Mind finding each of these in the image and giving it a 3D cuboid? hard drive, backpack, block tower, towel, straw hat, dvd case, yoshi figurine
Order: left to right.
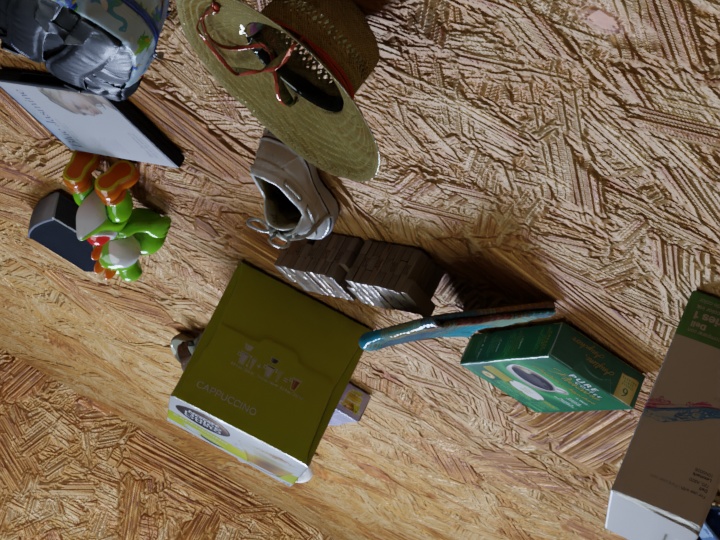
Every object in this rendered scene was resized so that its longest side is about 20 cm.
[{"bbox_3d":[-0.407,-0.050,2.001,0.134,0.043,0.200,33,162,-16],"label":"hard drive"},{"bbox_3d":[-0.223,-0.221,1.123,0.163,0.154,0.200,33,-177,-11],"label":"backpack"},{"bbox_3d":[-0.303,-0.169,1.555,0.199,0.018,0.143,13,158,40],"label":"dvd case"},{"bbox_3d":[-0.293,-0.073,1.733,0.111,0.113,0.201,-13,143,-4],"label":"yoshi figurine"},{"bbox_3d":[-0.037,-0.168,1.060,0.201,0.085,0.201,37,162,14],"label":"straw hat"},{"bbox_3d":[0.000,0.000,1.524,0.199,0.058,0.054,14,158,42],"label":"block tower"},{"bbox_3d":[0.097,0.059,1.472,0.146,0.022,0.200,-7,175,-23],"label":"towel"}]

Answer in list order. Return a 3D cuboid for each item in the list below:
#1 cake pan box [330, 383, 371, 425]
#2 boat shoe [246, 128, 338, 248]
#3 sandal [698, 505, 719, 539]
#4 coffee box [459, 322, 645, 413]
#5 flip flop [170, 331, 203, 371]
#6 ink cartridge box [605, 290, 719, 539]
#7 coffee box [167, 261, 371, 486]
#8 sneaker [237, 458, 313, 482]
[{"bbox_3d":[-0.100,0.176,2.173,0.184,0.053,0.200,34,161,-13],"label":"cake pan box"},{"bbox_3d":[-0.074,-0.062,1.406,0.074,0.086,0.202,23,162,14],"label":"boat shoe"},{"bbox_3d":[0.424,0.310,1.749,0.199,0.080,0.087,14,156,14],"label":"sandal"},{"bbox_3d":[0.207,0.109,1.541,0.123,0.044,0.200,32,162,-16],"label":"coffee box"},{"bbox_3d":[-0.272,0.139,2.268,0.200,0.057,0.082,3,114,61],"label":"flip flop"},{"bbox_3d":[0.293,0.143,1.250,0.083,0.201,0.145,21,161,16],"label":"ink cartridge box"},{"bbox_3d":[-0.124,0.141,1.857,0.199,0.201,0.198,27,162,-1],"label":"coffee box"},{"bbox_3d":[-0.156,0.377,2.803,0.199,0.077,0.080,17,172,43],"label":"sneaker"}]
